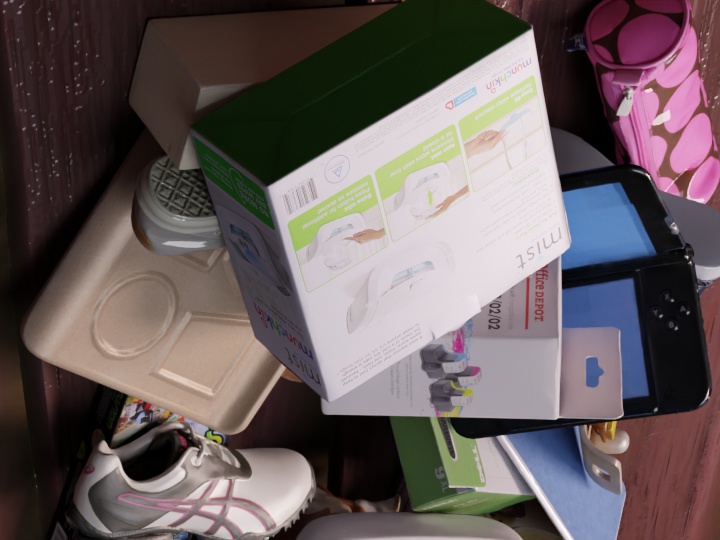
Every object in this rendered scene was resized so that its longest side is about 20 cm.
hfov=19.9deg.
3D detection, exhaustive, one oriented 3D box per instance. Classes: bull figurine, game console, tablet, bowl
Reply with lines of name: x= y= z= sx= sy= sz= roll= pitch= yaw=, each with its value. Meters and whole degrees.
bull figurine: x=-0.037 y=0.221 z=1.660 sx=0.121 sy=0.065 sz=0.201 roll=10 pitch=137 yaw=-6
game console: x=0.130 y=0.027 z=1.442 sx=0.199 sy=0.172 sz=0.118 roll=-9 pitch=176 yaw=23
tablet: x=0.158 y=0.148 z=1.662 sx=0.014 sy=0.130 sz=0.200 roll=-20 pitch=117 yaw=28
bowl: x=0.025 y=0.267 z=1.601 sx=0.199 sy=0.075 sz=0.201 roll=1 pitch=119 yaw=-13

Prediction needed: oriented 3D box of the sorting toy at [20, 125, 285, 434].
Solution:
sorting toy: x=-0.111 y=0.004 z=1.384 sx=0.200 sy=0.036 sz=0.186 roll=29 pitch=98 yaw=-42

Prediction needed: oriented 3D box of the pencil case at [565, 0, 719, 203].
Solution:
pencil case: x=0.215 y=-0.116 z=1.515 sx=0.090 sy=0.094 sz=0.200 roll=-7 pitch=144 yaw=16

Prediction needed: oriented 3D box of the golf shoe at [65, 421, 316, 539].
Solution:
golf shoe: x=-0.113 y=0.152 z=1.473 sx=0.199 sy=0.077 sz=0.088 roll=-10 pitch=128 yaw=-34

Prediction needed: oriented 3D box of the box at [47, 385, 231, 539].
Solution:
box: x=-0.153 y=0.134 z=1.509 sx=0.110 sy=0.035 sz=0.201 roll=-6 pitch=132 yaw=-36

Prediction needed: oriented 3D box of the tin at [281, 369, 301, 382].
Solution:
tin: x=0.000 y=0.000 z=1.500 sx=0.112 sy=0.042 sz=0.200 roll=10 pitch=121 yaw=-50

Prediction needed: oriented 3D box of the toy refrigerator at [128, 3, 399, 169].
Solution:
toy refrigerator: x=-0.041 y=-0.117 z=1.310 sx=0.199 sy=0.076 sz=0.070 roll=-9 pitch=134 yaw=-34

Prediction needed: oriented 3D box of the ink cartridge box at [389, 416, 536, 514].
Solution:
ink cartridge box: x=0.070 y=0.131 z=1.593 sx=0.059 sy=0.104 sz=0.200 roll=-20 pitch=165 yaw=22

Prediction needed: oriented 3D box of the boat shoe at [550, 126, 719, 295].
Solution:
boat shoe: x=0.176 y=-0.033 z=1.523 sx=0.071 sy=0.199 sz=0.091 roll=-63 pitch=177 yaw=-27

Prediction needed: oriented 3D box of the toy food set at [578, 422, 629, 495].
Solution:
toy food set: x=0.216 y=0.069 z=1.628 sx=0.144 sy=0.060 sz=0.201 roll=61 pitch=39 yaw=-74

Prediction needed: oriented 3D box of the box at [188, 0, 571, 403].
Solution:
box: x=0.019 y=-0.049 z=1.268 sx=0.200 sy=0.097 sz=0.177 roll=-33 pitch=133 yaw=-19

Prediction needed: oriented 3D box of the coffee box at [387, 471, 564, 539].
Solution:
coffee box: x=0.121 y=0.238 z=1.710 sx=0.113 sy=0.200 sz=0.080 roll=-9 pitch=137 yaw=-33

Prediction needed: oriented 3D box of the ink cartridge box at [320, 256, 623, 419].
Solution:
ink cartridge box: x=0.076 y=0.041 z=1.372 sx=0.199 sy=0.115 sz=0.068 roll=1 pitch=121 yaw=5

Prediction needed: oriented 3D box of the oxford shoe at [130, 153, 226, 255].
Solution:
oxford shoe: x=-0.068 y=-0.047 z=1.324 sx=0.199 sy=0.075 sz=0.058 roll=-8 pitch=155 yaw=-40
